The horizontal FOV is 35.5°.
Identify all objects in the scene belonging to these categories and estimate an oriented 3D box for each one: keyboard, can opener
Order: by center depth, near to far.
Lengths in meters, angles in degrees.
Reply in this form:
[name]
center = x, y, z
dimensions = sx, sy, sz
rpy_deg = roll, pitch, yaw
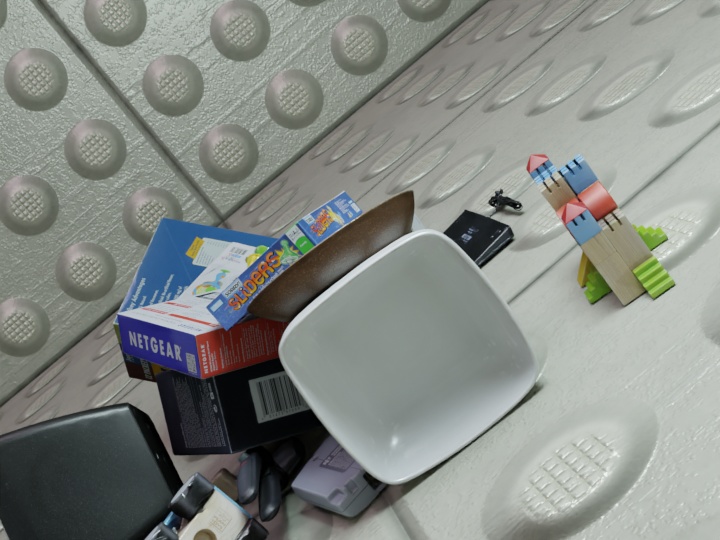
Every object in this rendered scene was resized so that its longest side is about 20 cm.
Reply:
[can opener]
center = -0.106, 0.220, 1.198
dimensions = 0.079, 0.063, 0.200
rpy_deg = -57, 0, 5
[keyboard]
center = 0.166, -0.057, 1.516
dimensions = 0.127, 0.021, 0.200
rpy_deg = -46, 15, -1

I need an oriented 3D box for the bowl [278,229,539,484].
[bowl]
center = 0.044, 0.074, 1.047
dimensions = 0.199, 0.200, 0.075
rpy_deg = -37, 16, 4

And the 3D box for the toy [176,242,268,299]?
[toy]
center = -0.171, 0.044, 1.484
dimensions = 0.115, 0.047, 0.200
rpy_deg = 15, 46, 23

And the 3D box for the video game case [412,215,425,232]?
[video game case]
center = -0.007, 0.006, 1.703
dimensions = 0.200, 0.045, 0.181
rpy_deg = -31, 17, 28

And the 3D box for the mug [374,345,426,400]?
[mug]
center = 0.031, 0.057, 1.171
dimensions = 0.185, 0.115, 0.152
rpy_deg = -44, 15, -20

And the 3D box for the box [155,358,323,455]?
[box]
center = -0.135, 0.149, 1.333
dimensions = 0.148, 0.108, 0.200
rpy_deg = -13, -3, -30

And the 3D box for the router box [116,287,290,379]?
[router box]
center = -0.150, 0.062, 1.262
dimensions = 0.179, 0.049, 0.200
rpy_deg = -14, 13, -33

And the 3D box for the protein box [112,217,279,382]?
[protein box]
center = -0.213, 0.055, 1.593
dimensions = 0.135, 0.199, 0.199
rpy_deg = 89, -166, -52

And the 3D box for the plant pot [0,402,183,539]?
[plant pot]
center = -0.307, 0.262, 1.316
dimensions = 0.177, 0.200, 0.200
rpy_deg = -27, -13, -7

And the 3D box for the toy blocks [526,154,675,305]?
[toy blocks]
center = 0.227, -0.055, 1.114
dimensions = 0.100, 0.137, 0.200
rpy_deg = -36, 15, 10

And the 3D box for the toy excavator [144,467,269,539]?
[toy excavator]
center = -0.174, 0.280, 1.210
dimensions = 0.195, 0.100, 0.200
rpy_deg = -53, 7, -33

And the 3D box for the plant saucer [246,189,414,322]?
[plant saucer]
center = -0.020, -0.005, 1.095
dimensions = 0.200, 0.037, 0.200
rpy_deg = -35, -4, -3

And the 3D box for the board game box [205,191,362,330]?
[board game box]
center = -0.076, -0.014, 1.197
dimensions = 0.135, 0.034, 0.200
rpy_deg = -42, 1, 17

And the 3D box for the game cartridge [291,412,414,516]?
[game cartridge]
center = 0.021, 0.168, 1.161
dimensions = 0.200, 0.042, 0.133
rpy_deg = -45, 11, -20
